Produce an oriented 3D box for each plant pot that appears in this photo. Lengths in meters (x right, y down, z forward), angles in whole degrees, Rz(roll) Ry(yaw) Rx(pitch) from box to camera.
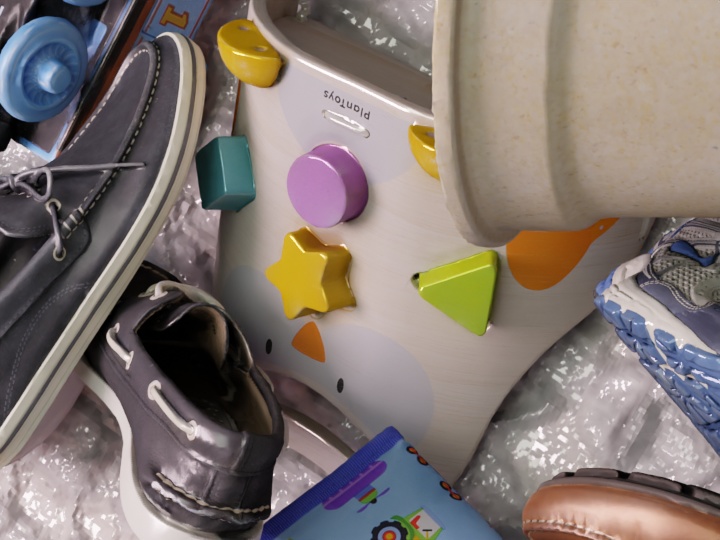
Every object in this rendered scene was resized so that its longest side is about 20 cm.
[{"bbox_3d":[0.140,-0.095,0.895,0.183,0.200,0.201,8,86,17],"label":"plant pot"}]

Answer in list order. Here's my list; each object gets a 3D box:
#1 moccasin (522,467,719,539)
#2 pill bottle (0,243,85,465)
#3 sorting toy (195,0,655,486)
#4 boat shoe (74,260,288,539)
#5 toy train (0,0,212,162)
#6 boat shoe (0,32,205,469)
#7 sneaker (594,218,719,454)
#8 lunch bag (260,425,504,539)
[{"bbox_3d":[0.142,0.128,0.921,0.201,0.074,0.078,26,88,20],"label":"moccasin"},{"bbox_3d":[-0.222,0.002,1.193,0.200,0.114,0.115,23,93,28],"label":"pill bottle"},{"bbox_3d":[0.000,0.000,1.104,0.200,0.107,0.181,27,114,28],"label":"sorting toy"},{"bbox_3d":[-0.072,0.040,1.065,0.200,0.074,0.060,-110,39,-61],"label":"boat shoe"},{"bbox_3d":[-0.108,-0.134,1.153,0.087,0.114,0.200,31,97,39],"label":"toy train"},{"bbox_3d":[-0.126,-0.015,1.080,0.200,0.062,0.075,-60,24,-11],"label":"boat shoe"},{"bbox_3d":[0.136,0.008,0.963,0.085,0.200,0.077,-40,98,5],"label":"sneaker"},{"bbox_3d":[-0.018,0.179,1.012,0.151,0.200,0.094,45,148,25],"label":"lunch bag"}]
